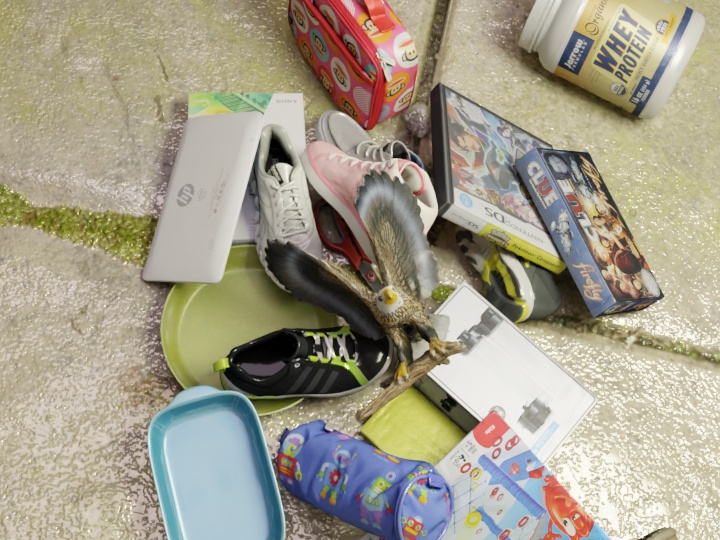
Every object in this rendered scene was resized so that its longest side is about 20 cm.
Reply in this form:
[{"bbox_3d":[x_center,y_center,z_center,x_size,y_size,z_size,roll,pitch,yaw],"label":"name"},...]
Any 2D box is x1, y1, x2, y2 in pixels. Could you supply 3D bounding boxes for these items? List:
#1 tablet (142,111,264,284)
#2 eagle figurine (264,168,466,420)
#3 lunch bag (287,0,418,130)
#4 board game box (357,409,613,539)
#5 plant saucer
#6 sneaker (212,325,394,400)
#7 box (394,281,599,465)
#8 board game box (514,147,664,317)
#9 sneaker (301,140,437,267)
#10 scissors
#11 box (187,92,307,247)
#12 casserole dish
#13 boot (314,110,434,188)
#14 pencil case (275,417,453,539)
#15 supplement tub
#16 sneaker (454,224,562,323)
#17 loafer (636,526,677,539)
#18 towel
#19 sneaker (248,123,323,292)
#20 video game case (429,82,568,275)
[{"bbox_3d":[-0.179,-0.083,1.214,0.129,0.014,0.203,1,71,39],"label":"tablet"},{"bbox_3d":[0.019,0.019,1.090,0.151,0.151,0.201,-26,77,-36],"label":"eagle figurine"},{"bbox_3d":[-0.009,-0.287,1.297,0.081,0.177,0.201,-29,71,-19],"label":"lunch bag"},{"bbox_3d":[0.131,0.282,1.088,0.200,0.056,0.196,-43,75,-2],"label":"board game box"},{"bbox_3d":[-0.122,0.069,1.203,0.197,0.031,0.203,3,66,-7],"label":"plant saucer"},{"bbox_3d":[-0.055,0.096,1.136,0.197,0.083,0.073,-12,68,-12],"label":"sneaker"},{"bbox_3d":[0.147,0.124,1.191,0.200,0.060,0.117,42,71,13],"label":"box"},{"bbox_3d":[0.267,-0.046,1.251,0.135,0.034,0.202,-4,64,-51],"label":"board game box"},{"bbox_3d":[0.016,-0.099,1.184,0.075,0.105,0.201,5,39,-46],"label":"sneaker"},{"bbox_3d":[0.000,0.000,1.260,0.072,0.014,0.202,-12,69,-15],"label":"scissors"},{"bbox_3d":[-0.134,-0.119,1.284,0.142,0.036,0.203,-1,65,-8],"label":"box"},{"bbox_3d":[-0.148,0.220,1.111,0.119,0.039,0.203,-15,78,-8],"label":"casserole dish"},{"bbox_3d":[0.025,-0.129,1.266,0.073,0.096,0.201,-26,73,-35],"label":"boot"},{"bbox_3d":[0.001,0.208,1.073,0.199,0.078,0.088,14,87,45],"label":"pencil case"},{"bbox_3d":[0.312,-0.295,1.357,0.198,0.145,0.145,28,65,6],"label":"supplement tub"},{"bbox_3d":[0.173,-0.022,1.267,0.084,0.074,0.202,8,53,-34],"label":"sneaker"},{"bbox_3d":[0.265,0.347,1.102,0.067,0.076,0.200,44,77,11],"label":"loafer"},{"bbox_3d":[0.097,0.214,1.172,0.200,0.018,0.086,41,62,13],"label":"towel"},{"bbox_3d":[-0.085,-0.070,1.207,0.074,0.081,0.202,-11,69,-14],"label":"sneaker"},{"bbox_3d":[0.160,-0.108,1.250,0.179,0.025,0.202,24,45,-25],"label":"video game case"}]
